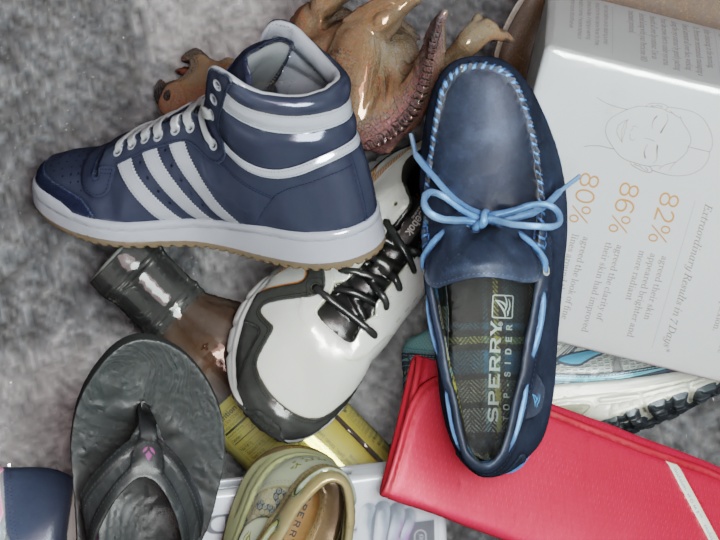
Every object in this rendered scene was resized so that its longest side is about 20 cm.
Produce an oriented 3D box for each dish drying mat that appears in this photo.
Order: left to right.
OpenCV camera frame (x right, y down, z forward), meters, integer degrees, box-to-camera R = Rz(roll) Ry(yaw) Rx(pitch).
[{"bbox_3d":[0.108,0.109,1.193,0.199,0.018,0.077,21,68,-16],"label":"dish drying mat"}]

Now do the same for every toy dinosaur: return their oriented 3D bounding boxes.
[{"bbox_3d":[-0.009,-0.092,1.205,0.086,0.200,0.136,43,76,-28],"label":"toy dinosaur"}]

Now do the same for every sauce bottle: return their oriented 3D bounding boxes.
[{"bbox_3d":[-0.056,0.061,1.227,0.065,0.065,0.200,-44,93,-11],"label":"sauce bottle"}]

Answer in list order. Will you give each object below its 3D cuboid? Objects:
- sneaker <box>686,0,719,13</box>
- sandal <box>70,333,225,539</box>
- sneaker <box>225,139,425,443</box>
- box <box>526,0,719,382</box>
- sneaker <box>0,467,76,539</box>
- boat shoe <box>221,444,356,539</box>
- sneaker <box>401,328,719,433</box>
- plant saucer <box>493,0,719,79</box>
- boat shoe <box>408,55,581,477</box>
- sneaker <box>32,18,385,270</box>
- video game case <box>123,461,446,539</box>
[{"bbox_3d":[0.244,-0.156,1.298,0.199,0.077,0.085,20,75,-9],"label":"sneaker"},{"bbox_3d":[-0.105,0.131,1.128,0.075,0.048,0.202,6,102,-16],"label":"sandal"},{"bbox_3d":[0.000,0.000,1.200,0.074,0.080,0.201,38,57,-10],"label":"sneaker"},{"bbox_3d":[0.173,-0.037,1.209,0.199,0.106,0.153,14,113,0],"label":"box"},{"bbox_3d":[-0.185,0.197,1.194,0.081,0.070,0.201,12,77,-3],"label":"sneaker"},{"bbox_3d":[-0.048,0.184,1.132,0.073,0.063,0.201,11,92,-18],"label":"boat shoe"},{"bbox_3d":[0.115,0.046,1.255,0.199,0.078,0.087,-12,78,-15],"label":"sneaker"},{"bbox_3d":[0.167,-0.094,1.260,0.199,0.032,0.202,2,113,4],"label":"plant saucer"},{"bbox_3d":[0.068,-0.002,1.124,0.084,0.069,0.201,-8,94,11],"label":"boat shoe"},{"bbox_3d":[-0.083,-0.068,1.176,0.199,0.070,0.109,8,123,27],"label":"sneaker"},{"bbox_3d":[-0.044,0.198,1.200,0.180,0.023,0.201,-5,109,-10],"label":"video game case"}]
